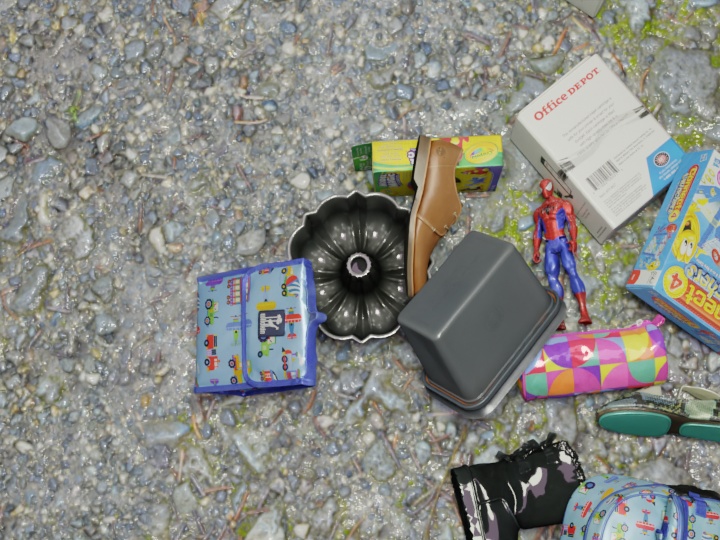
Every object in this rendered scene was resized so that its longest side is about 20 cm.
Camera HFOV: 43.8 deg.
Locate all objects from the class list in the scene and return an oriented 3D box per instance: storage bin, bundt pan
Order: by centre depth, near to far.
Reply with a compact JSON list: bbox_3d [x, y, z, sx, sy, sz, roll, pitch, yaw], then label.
[{"bbox_3d":[0.138,0.052,1.125,0.200,0.135,0.145,-47,37,-15],"label":"storage bin"},{"bbox_3d":[0.000,0.000,1.198,0.198,0.076,0.206,-1,78,3],"label":"bundt pan"}]

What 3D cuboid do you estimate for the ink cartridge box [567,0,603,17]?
[{"bbox_3d":[0.301,-0.485,1.284,0.199,0.084,0.146,37,82,10],"label":"ink cartridge box"}]

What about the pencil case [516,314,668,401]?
[{"bbox_3d":[0.296,0.114,1.155,0.196,0.088,0.090,-10,77,1],"label":"pencil case"}]

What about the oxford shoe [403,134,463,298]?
[{"bbox_3d":[0.091,-0.063,1.120,0.070,0.071,0.204,9,96,-3],"label":"oxford shoe"}]

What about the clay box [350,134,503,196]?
[{"bbox_3d":[0.088,-0.138,1.205,0.196,0.115,0.049,-4,78,3],"label":"clay box"}]

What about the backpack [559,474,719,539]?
[{"bbox_3d":[0.342,0.336,1.060,0.196,0.134,0.186,17,79,-9],"label":"backpack"}]

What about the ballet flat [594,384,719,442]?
[{"bbox_3d":[0.400,0.179,1.153,0.196,0.074,0.076,8,78,3],"label":"ballet flat"}]

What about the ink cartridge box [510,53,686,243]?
[{"bbox_3d":[0.321,-0.165,1.214,0.145,0.084,0.201,-37,78,-6],"label":"ink cartridge box"}]

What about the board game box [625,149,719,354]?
[{"bbox_3d":[0.462,-0.016,1.148,0.198,0.056,0.198,31,79,-19],"label":"board game box"}]

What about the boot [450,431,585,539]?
[{"bbox_3d":[0.210,0.316,1.127,0.159,0.073,0.202,-12,79,-6],"label":"boot"}]

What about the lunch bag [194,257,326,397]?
[{"bbox_3d":[-0.115,0.075,1.130,0.198,0.093,0.154,-12,74,41],"label":"lunch bag"}]

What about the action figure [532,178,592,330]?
[{"bbox_3d":[0.265,-0.026,1.200,0.065,0.051,0.204,-17,72,36],"label":"action figure"}]
